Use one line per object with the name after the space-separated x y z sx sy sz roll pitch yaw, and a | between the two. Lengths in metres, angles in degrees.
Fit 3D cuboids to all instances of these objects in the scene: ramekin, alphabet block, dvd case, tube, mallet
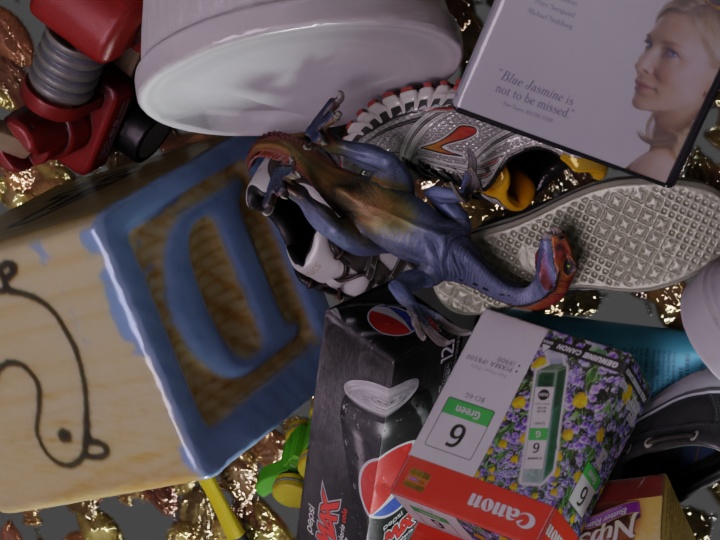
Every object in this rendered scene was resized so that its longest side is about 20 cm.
-0.043 -0.158 1.193 0.202 0.202 0.095 -20 73 37 | ramekin
-0.161 0.035 1.351 0.200 0.196 0.196 -15 101 36 | alphabet block
0.154 -0.158 1.107 0.142 0.018 0.201 19 110 -10 | dvd case
0.177 0.063 1.246 0.199 0.050 0.078 9 126 24 | tube
-0.106 0.198 1.494 0.066 0.041 0.201 -8 110 33 | mallet

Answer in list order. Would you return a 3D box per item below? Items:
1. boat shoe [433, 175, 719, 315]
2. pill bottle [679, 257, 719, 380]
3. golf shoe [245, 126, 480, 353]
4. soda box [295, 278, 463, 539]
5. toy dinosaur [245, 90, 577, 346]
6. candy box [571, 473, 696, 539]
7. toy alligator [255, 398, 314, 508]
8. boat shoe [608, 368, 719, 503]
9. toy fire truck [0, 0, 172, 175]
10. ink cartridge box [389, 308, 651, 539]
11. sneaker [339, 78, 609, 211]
0.141 -0.019 1.221 0.199 0.062 0.075 -15 100 26 | boat shoe
0.278 -0.016 1.099 0.116 0.116 0.200 47 128 6 | pill bottle
0.000 0.000 1.293 0.200 0.094 0.078 47 135 5 | golf shoe
0.010 0.112 1.268 0.071 0.063 0.201 36 133 36 | soda box
0.041 -0.037 1.199 0.181 0.200 0.105 29 101 -21 | toy dinosaur
0.166 0.214 1.249 0.116 0.057 0.200 -9 134 22 | candy box
-0.011 0.120 1.375 0.054 0.059 0.200 26 139 -16 | toy alligator
0.180 0.125 1.235 0.069 0.057 0.200 31 142 -10 | boat shoe
-0.208 -0.141 1.278 0.129 0.200 0.176 37 127 11 | toy fire truck
0.083 0.130 1.180 0.109 0.200 0.050 17 158 33 | ink cartridge box
0.069 -0.076 1.211 0.200 0.078 0.082 -12 74 37 | sneaker
